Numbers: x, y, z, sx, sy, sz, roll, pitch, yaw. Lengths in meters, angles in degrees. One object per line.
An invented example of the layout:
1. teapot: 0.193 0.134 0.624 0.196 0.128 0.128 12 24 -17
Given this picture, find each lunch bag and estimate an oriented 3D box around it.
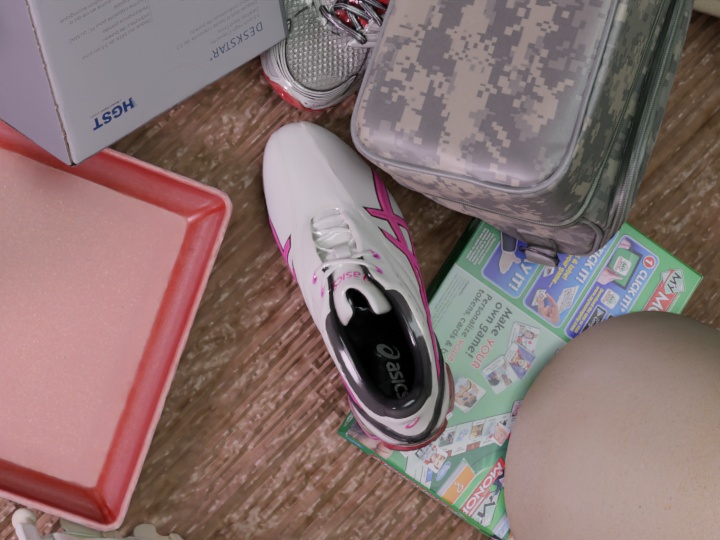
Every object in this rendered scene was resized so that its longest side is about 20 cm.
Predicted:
1. lunch bag: 0.105 -0.116 1.042 0.139 0.168 0.201 15 82 26

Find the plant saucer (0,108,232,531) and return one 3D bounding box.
1. plant saucer: -0.195 0.019 1.050 0.199 0.037 0.200 20 83 -10

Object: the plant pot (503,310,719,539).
1. plant pot: 0.207 0.126 1.035 0.186 0.200 0.188 -2 96 -24

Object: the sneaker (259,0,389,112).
1. sneaker: 0.011 -0.180 1.085 0.078 0.082 0.200 35 81 -9

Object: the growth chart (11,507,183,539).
1. growth chart: -0.087 0.175 1.018 0.199 0.145 0.018 15 104 -17

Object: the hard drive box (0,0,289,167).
1. hard drive box: -0.131 -0.181 0.983 0.156 0.077 0.201 -34 135 -28

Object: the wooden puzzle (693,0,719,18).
1. wooden puzzle: 0.253 -0.230 1.131 0.199 0.046 0.186 21 86 19

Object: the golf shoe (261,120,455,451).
1. golf shoe: 0.000 0.000 1.054 0.072 0.092 0.201 -24 76 -2

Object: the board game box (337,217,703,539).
1. board game box: 0.095 0.049 1.119 0.134 0.029 0.200 35 80 -10
